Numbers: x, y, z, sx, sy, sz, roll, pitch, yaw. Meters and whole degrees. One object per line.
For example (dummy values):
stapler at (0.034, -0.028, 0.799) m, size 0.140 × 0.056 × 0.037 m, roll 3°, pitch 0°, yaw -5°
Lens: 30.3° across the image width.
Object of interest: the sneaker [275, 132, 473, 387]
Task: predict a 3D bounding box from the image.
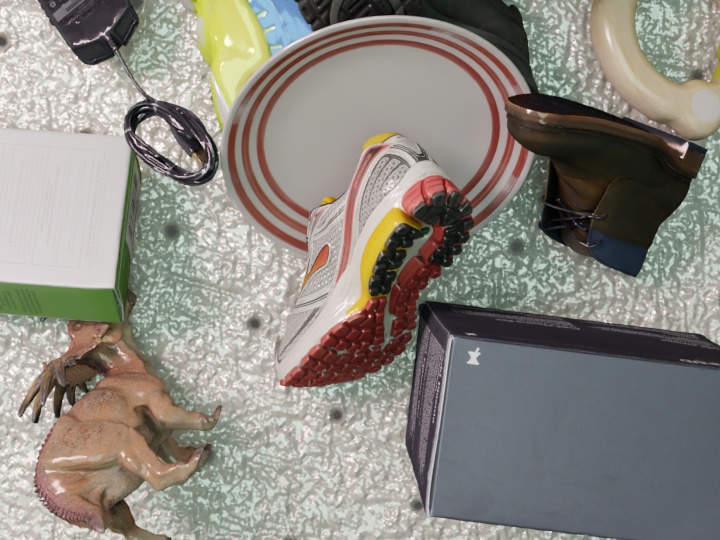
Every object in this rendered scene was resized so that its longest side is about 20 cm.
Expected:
sneaker at (0.000, 0.000, 0.835) m, size 0.077 × 0.083 × 0.201 m, roll 1°, pitch 136°, yaw -38°

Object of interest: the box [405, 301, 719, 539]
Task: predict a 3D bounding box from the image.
box at (0.133, 0.089, 0.812) m, size 0.197 × 0.182 × 0.106 m, roll 7°, pitch 94°, yaw -2°

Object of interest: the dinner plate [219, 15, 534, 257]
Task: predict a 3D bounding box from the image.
dinner plate at (0.012, -0.079, 0.825) m, size 0.197 × 0.024 × 0.202 m, roll -3°, pitch 135°, yaw -3°

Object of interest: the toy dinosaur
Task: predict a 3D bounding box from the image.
toy dinosaur at (-0.163, 0.103, 0.822) m, size 0.134 × 0.201 × 0.087 m, roll 21°, pitch 123°, yaw -2°

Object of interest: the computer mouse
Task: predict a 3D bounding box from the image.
computer mouse at (-0.147, -0.133, 0.838) m, size 0.058 × 0.034 × 0.201 m, roll -34°, pitch 75°, yaw 5°

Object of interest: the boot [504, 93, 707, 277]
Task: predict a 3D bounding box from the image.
boot at (0.143, -0.048, 0.815) m, size 0.074 × 0.199 × 0.098 m, roll 29°, pitch 104°, yaw 40°

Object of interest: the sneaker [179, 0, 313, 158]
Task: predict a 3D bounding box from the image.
sneaker at (-0.062, -0.176, 0.846) m, size 0.104 × 0.076 × 0.203 m, roll -18°, pitch 101°, yaw -4°

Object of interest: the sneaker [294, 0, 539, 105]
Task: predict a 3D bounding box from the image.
sneaker at (0.031, -0.169, 0.820) m, size 0.199 × 0.075 × 0.092 m, roll 32°, pitch 48°, yaw -35°

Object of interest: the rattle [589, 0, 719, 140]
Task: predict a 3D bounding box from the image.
rattle at (0.192, -0.184, 0.816) m, size 0.130 × 0.143 × 0.201 m, roll -37°, pitch 95°, yaw 0°

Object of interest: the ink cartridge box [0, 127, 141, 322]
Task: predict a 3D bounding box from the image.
ink cartridge box at (-0.242, -0.032, 0.835) m, size 0.197 × 0.059 × 0.105 m, roll 4°, pitch 67°, yaw -3°
